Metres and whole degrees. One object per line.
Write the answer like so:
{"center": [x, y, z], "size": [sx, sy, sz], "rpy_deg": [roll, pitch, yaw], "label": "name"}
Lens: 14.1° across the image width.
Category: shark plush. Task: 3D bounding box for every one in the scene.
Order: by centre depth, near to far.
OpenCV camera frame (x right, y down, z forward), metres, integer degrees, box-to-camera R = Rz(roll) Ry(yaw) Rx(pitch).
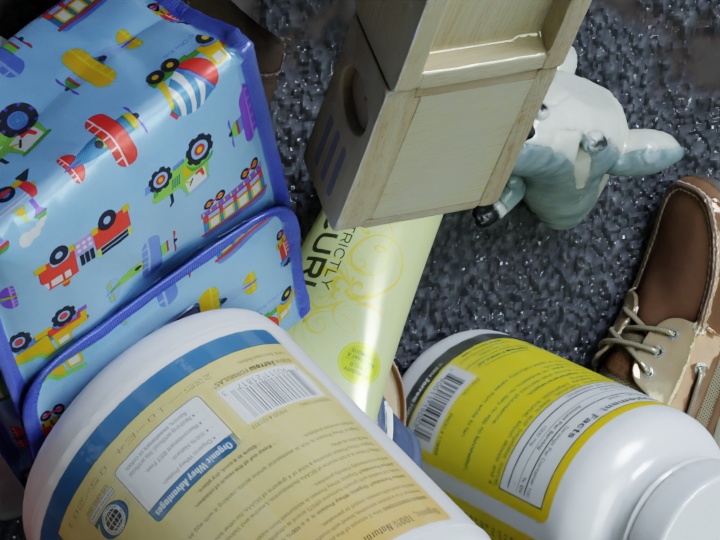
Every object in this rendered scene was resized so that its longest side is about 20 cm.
{"center": [0.088, -0.048, 1.413], "size": [0.083, 0.091, 0.200], "rpy_deg": [-52, 173, 18], "label": "shark plush"}

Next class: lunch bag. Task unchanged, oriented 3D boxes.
{"center": [-0.105, -0.001, 1.223], "size": [0.150, 0.094, 0.201], "rpy_deg": [-40, 139, -20], "label": "lunch bag"}

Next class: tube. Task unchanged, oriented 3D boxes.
{"center": [0.000, 0.000, 1.357], "size": [0.052, 0.058, 0.201], "rpy_deg": [53, 46, -35], "label": "tube"}

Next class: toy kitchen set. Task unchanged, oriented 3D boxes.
{"center": [-0.027, -0.146, 1.203], "size": [0.162, 0.201, 0.181], "rpy_deg": [-10, 149, -22], "label": "toy kitchen set"}

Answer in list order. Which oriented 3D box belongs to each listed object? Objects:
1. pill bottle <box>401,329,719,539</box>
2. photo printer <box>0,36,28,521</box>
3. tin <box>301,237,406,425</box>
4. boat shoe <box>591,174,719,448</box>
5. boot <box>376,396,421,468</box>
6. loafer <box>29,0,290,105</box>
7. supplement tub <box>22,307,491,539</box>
{"center": [0.108, 0.108, 1.438], "size": [0.112, 0.200, 0.113], "rpy_deg": [-15, 115, -34], "label": "pill bottle"}
{"center": [-0.172, 0.005, 1.260], "size": [0.166, 0.069, 0.201], "rpy_deg": [29, 87, -41], "label": "photo printer"}
{"center": [-0.051, 0.048, 1.397], "size": [0.112, 0.042, 0.200], "rpy_deg": [-45, 128, -13], "label": "tin"}
{"center": [0.163, 0.049, 1.549], "size": [0.071, 0.076, 0.201], "rpy_deg": [-5, 107, -36], "label": "boat shoe"}
{"center": [-0.014, 0.135, 1.344], "size": [0.090, 0.072, 0.201], "rpy_deg": [48, 44, -42], "label": "boot"}
{"center": [-0.099, -0.132, 1.280], "size": [0.071, 0.073, 0.200], "rpy_deg": [-59, 137, -20], "label": "loafer"}
{"center": [-0.030, 0.128, 1.199], "size": [0.144, 0.200, 0.145], "rpy_deg": [-33, 150, -23], "label": "supplement tub"}
